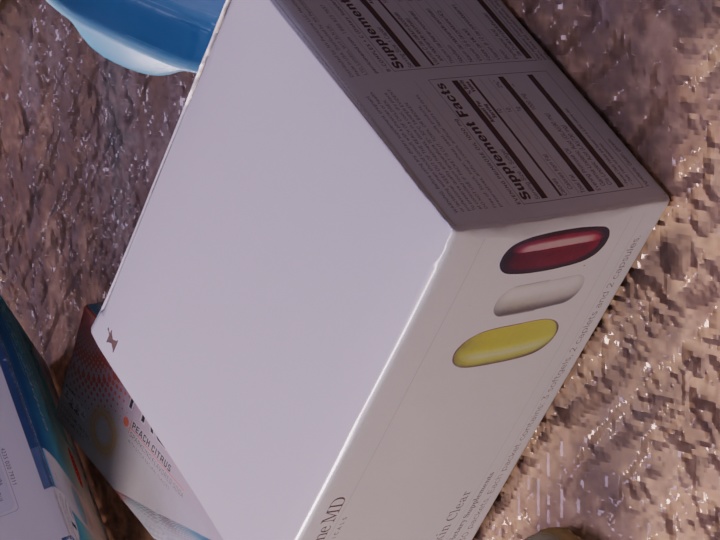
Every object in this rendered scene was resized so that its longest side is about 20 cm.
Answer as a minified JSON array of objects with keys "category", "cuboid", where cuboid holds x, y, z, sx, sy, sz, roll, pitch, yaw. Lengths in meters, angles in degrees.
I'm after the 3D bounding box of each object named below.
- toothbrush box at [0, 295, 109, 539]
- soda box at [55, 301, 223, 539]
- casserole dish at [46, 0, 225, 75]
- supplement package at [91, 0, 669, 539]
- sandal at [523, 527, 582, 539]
[{"category":"toothbrush box","cuboid":[-0.180,0.098,1.152,0.200,0.085,0.147,82,166,-71]},{"category":"soda box","cuboid":[-0.059,0.093,1.091,0.200,0.063,0.069,45,129,39]},{"category":"casserole dish","cuboid":[-0.069,-0.174,1.034,0.121,0.039,0.200,23,127,-2]},{"category":"supplement package","cuboid":[0.000,0.000,0.960,0.156,0.111,0.200,53,134,32]},{"category":"sandal","cuboid":[0.056,0.198,0.969,0.080,0.054,0.201,29,119,46]}]
